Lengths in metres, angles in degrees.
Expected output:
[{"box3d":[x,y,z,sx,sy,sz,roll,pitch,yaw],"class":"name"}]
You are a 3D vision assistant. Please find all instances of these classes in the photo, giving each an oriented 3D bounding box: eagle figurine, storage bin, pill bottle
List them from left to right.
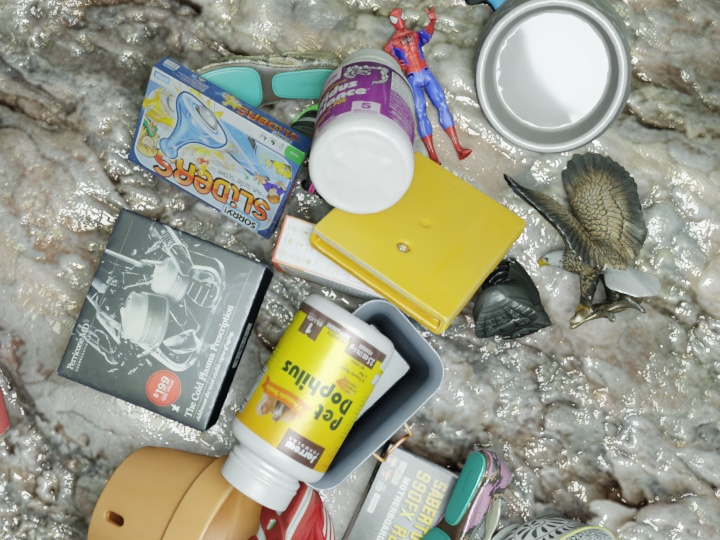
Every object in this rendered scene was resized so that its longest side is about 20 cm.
[{"box3d":[-0.057,0.134,0.883,0.108,0.109,0.202,31,85,0],"class":"pill bottle"},{"box3d":[-0.006,0.144,1.006,0.200,0.134,0.146,-43,89,-4],"class":"storage bin"},{"box3d":[0.005,-0.163,0.961,0.110,0.201,0.114,2,129,2],"class":"pill bottle"},{"box3d":[0.263,-0.039,1.037,0.149,0.152,0.203,-13,92,17],"class":"eagle figurine"}]

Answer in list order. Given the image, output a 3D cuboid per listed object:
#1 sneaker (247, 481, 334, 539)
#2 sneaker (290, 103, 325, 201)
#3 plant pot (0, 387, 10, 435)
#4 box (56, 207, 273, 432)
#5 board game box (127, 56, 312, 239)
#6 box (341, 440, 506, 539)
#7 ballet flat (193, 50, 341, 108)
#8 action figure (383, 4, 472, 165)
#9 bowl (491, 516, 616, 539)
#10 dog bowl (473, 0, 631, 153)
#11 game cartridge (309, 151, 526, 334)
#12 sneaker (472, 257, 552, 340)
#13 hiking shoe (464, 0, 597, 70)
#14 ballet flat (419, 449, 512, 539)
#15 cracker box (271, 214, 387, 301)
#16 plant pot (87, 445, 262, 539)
[{"box3d":[-0.081,0.338,0.979,0.116,0.078,0.201,56,48,-29],"class":"sneaker"},{"box3d":[-0.025,-0.102,1.052,0.083,0.077,0.201,-30,77,-12],"class":"sneaker"},{"box3d":[-0.493,0.128,0.967,0.198,0.200,0.180,-24,97,-4],"class":"plant pot"},{"box3d":[-0.222,0.058,1.018,0.179,0.104,0.203,20,85,0],"class":"box"},{"box3d":[-0.167,-0.141,1.030,0.198,0.035,0.136,29,127,0],"class":"board game box"},{"box3d":[0.061,0.329,1.039,0.157,0.048,0.202,26,85,0],"class":"box"},{"box3d":[-0.116,-0.236,1.064,0.196,0.069,0.076,-7,42,-7],"class":"ballet flat"},{"box3d":[0.078,-0.232,1.058,0.064,0.099,0.203,-21,85,-5],"class":"action figure"},{"box3d":[0.194,0.355,1.003,0.198,0.094,0.204,-18,121,-32],"class":"bowl"},{"box3d":[0.226,-0.233,1.037,0.196,0.059,0.204,4,110,12],"class":"dog bowl"},{"box3d":[0.068,-0.041,0.963,0.175,0.033,0.200,35,47,13],"class":"game cartridge"},{"box3d":[0.164,0.028,1.001,0.075,0.200,0.092,-19,77,15],"class":"sneaker"},{"box3d":[0.214,-0.303,1.088,0.087,0.074,0.200,-44,86,15],"class":"hiking shoe"},{"box3d":[0.113,0.302,0.992,0.071,0.069,0.202,34,84,-20],"class":"ballet flat"},{"box3d":[0.000,0.000,1.017,0.197,0.134,0.059,19,84,-2],"class":"cracker box"},{"box3d":[-0.205,0.286,0.971,0.138,0.200,0.203,19,85,17],"class":"plant pot"}]
